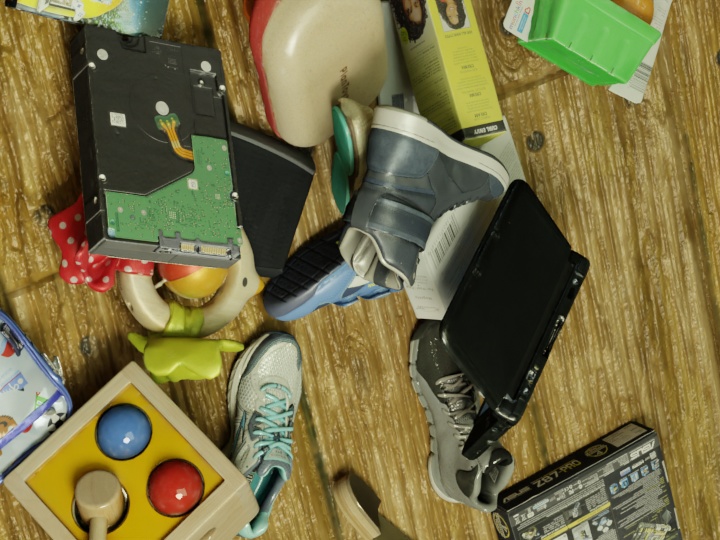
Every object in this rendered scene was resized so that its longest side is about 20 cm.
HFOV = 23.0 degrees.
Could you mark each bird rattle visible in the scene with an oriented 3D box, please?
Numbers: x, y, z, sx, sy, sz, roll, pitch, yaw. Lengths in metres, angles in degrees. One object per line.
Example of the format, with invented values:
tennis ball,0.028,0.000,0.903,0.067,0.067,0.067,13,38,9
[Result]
bird rattle,-0.173,0.001,1.565,0.163,0.112,0.201,-37,97,-29

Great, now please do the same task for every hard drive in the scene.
hard drive,-0.175,-0.104,1.522,0.139,0.038,0.202,5,65,-35
hard drive,-0.139,-0.073,1.624,0.199,0.042,0.136,18,92,-30

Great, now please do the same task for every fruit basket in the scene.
fruit basket,0.236,-0.293,1.763,0.184,0.093,0.202,24,74,-30

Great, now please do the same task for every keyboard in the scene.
keyboard,0.043,-0.162,1.721,0.056,0.011,0.202,-9,105,-20

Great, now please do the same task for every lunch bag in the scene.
lunch bag,-0.351,0.126,1.540,0.200,0.075,0.161,-39,118,-14

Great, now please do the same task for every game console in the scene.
game console,0.126,0.048,1.674,0.116,0.176,0.201,32,58,-3

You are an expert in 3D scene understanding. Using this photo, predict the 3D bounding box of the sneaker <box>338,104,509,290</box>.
sneaker,0.055,-0.050,1.573,0.202,0.076,0.148,20,84,-54

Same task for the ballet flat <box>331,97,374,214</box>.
ballet flat,0.006,-0.110,1.623,0.062,0.200,0.068,-18,73,-8

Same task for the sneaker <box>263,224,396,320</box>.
sneaker,0.000,0.000,1.697,0.199,0.074,0.083,-32,121,-14

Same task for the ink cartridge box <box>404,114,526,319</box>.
ink cartridge box,0.109,-0.023,1.719,0.201,0.043,0.175,-58,140,-37

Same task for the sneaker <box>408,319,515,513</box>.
sneaker,0.112,0.148,1.762,0.074,0.115,0.202,-19,109,-23

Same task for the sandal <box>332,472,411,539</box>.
sandal,0.021,0.300,1.789,0.069,0.078,0.212,-31,110,16

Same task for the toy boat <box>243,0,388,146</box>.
toy boat,-0.056,-0.214,1.596,0.130,0.131,0.200,-40,158,-15

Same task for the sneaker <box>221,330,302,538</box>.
sneaker,-0.086,0.159,1.677,0.077,0.086,0.202,12,96,-30

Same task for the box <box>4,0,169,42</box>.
box,-0.219,-0.311,1.532,0.135,0.038,0.202,10,96,-29

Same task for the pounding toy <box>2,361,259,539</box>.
pounding toy,-0.207,0.215,1.545,0.200,0.184,0.142,-43,161,-13

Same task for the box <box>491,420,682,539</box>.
box,0.246,0.277,1.900,0.199,0.049,0.163,-26,110,-21

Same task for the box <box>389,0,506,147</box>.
box,0.075,-0.212,1.653,0.050,0.075,0.202,-14,85,-25
